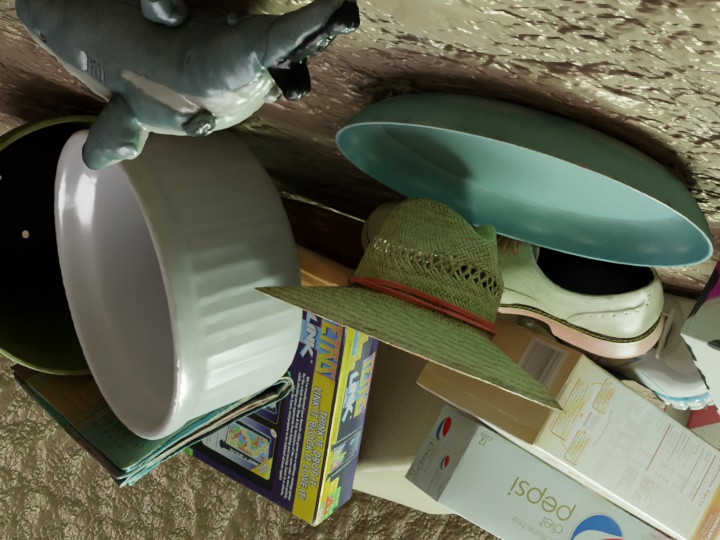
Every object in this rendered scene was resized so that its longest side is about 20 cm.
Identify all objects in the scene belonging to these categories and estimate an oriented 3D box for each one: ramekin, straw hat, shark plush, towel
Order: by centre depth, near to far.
[{"bbox_3d":[-0.084,-0.098,0.591,0.199,0.091,0.084,16,143,52],"label":"shark plush"},{"bbox_3d":[0.039,0.006,0.742,0.200,0.086,0.201,22,177,1],"label":"straw hat"},{"bbox_3d":[-0.120,0.000,0.860,0.097,0.202,0.200,-14,-170,-30],"label":"ramekin"},{"bbox_3d":[-0.156,0.078,0.962,0.200,0.146,0.022,26,138,50],"label":"towel"}]

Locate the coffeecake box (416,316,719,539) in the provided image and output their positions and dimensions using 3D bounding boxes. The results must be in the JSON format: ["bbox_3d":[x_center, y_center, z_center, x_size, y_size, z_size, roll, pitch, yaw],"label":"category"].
[{"bbox_3d":[0.164,0.115,0.966,0.199,0.073,0.153,34,175,-30],"label":"coffeecake box"}]

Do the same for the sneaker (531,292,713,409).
[{"bbox_3d":[0.183,0.042,0.906,0.086,0.075,0.200,29,168,-26],"label":"sneaker"}]

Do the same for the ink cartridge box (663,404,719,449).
[{"bbox_3d":[0.343,0.161,1.060,0.198,0.147,0.085,18,171,-1],"label":"ink cartridge box"}]

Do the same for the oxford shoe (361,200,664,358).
[{"bbox_3d":[0.093,-0.012,0.811,0.198,0.071,0.074,16,151,15],"label":"oxford shoe"}]

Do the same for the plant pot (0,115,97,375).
[{"bbox_3d":[-0.235,-0.038,1.015,0.186,0.188,0.200,23,-177,-28],"label":"plant pot"}]

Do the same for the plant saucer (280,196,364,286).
[{"bbox_3d":[0.000,0.000,0.930,0.199,0.038,0.200,21,-169,-4],"label":"plant saucer"}]

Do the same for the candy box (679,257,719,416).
[{"bbox_3d":[0.278,0.078,0.766,0.136,0.061,0.200,22,164,35],"label":"candy box"}]

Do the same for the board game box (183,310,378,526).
[{"bbox_3d":[-0.073,0.079,1.057,0.164,0.201,0.057,24,-149,25],"label":"board game box"}]

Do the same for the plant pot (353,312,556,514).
[{"bbox_3d":[0.095,0.105,1.144,0.176,0.201,0.199,-1,161,41],"label":"plant pot"}]

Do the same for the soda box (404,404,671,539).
[{"bbox_3d":[0.135,0.178,0.966,0.199,0.064,0.068,31,176,-19],"label":"soda box"}]

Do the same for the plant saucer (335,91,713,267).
[{"bbox_3d":[0.085,-0.047,0.673,0.199,0.028,0.200,18,171,3],"label":"plant saucer"}]
